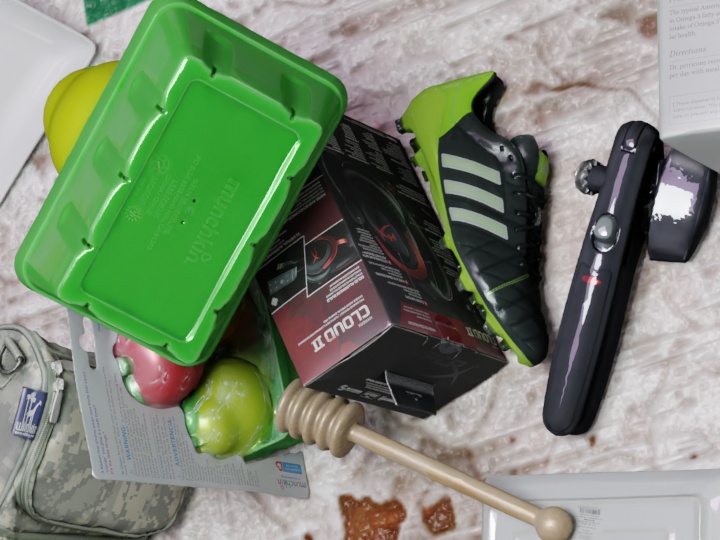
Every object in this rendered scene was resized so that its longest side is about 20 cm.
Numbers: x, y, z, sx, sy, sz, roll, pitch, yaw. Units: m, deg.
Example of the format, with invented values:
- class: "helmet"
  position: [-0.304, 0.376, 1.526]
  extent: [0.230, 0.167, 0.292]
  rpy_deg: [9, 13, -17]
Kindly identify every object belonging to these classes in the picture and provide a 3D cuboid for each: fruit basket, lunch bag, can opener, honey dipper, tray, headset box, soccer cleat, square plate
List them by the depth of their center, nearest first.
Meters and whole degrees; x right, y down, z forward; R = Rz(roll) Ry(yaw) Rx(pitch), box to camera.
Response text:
- class: "tray"
  position: [0.142, 0.172, 1.416]
  extent: [0.200, 0.022, 0.108]
  rpy_deg: [-7, 75, 43]
- class: "fruit basket"
  position: [-0.117, -0.060, 1.430]
  extent: [0.216, 0.155, 0.216]
  rpy_deg: [-57, 14, 22]
- class: "can opener"
  position: [0.151, 0.005, 1.448]
  extent: [0.078, 0.063, 0.201]
  rpy_deg: [21, 90, 32]
- class: "honey dipper"
  position: [0.040, 0.119, 1.452]
  extent: [0.199, 0.038, 0.038]
  rpy_deg: [23, 91, 22]
- class: "headset box"
  position: [0.000, 0.000, 1.490]
  extent: [0.075, 0.149, 0.200]
  rpy_deg: [-35, 64, 21]
- class: "soccer cleat"
  position: [0.088, -0.037, 1.498]
  extent: [0.081, 0.068, 0.201]
  rpy_deg: [-25, 67, 11]
- class: "fruit basket"
  position: [-0.117, 0.055, 1.521]
  extent: [0.094, 0.200, 0.186]
  rpy_deg: [-28, 66, 40]
- class: "lunch bag"
  position: [-0.208, 0.120, 1.559]
  extent: [0.139, 0.200, 0.168]
  rpy_deg: [46, 105, 30]
- class: "square plate"
  position: [-0.324, -0.132, 1.716]
  extent: [0.200, 0.198, 0.028]
  rpy_deg: [-56, 16, 11]

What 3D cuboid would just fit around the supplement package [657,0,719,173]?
- class: "supplement package"
  position: [0.247, -0.167, 1.395]
  extent: [0.117, 0.117, 0.201]
  rpy_deg: [-5, 77, 31]
